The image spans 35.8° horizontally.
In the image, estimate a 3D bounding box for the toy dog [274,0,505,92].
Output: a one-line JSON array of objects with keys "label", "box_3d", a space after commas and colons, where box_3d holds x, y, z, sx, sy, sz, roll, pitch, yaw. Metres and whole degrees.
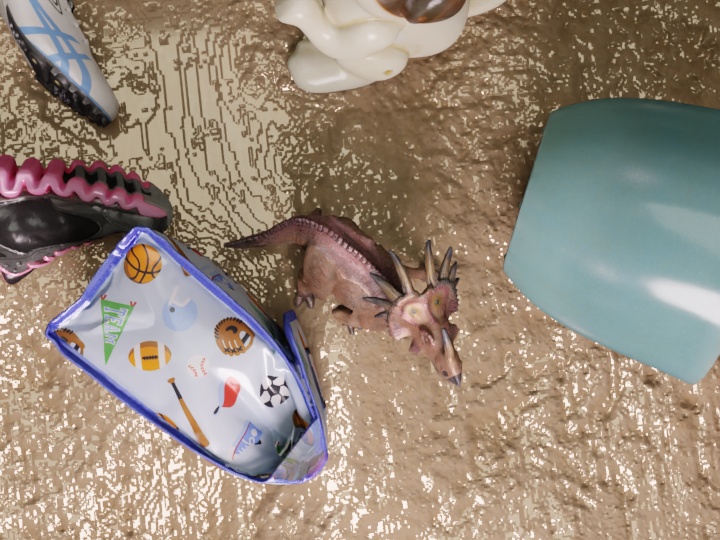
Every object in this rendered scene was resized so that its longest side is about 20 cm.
[{"label": "toy dog", "box_3d": [0.026, -0.211, 0.814, 0.192, 0.200, 0.141, 9, 85, -5]}]

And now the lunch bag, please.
[{"label": "lunch bag", "box_3d": [-0.101, 0.066, 0.797, 0.200, 0.170, 0.124, 41, 88, 0]}]

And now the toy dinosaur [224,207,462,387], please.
[{"label": "toy dinosaur", "box_3d": [0.000, 0.000, 0.828, 0.199, 0.136, 0.086, 29, 83, -2]}]

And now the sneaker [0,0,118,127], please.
[{"label": "sneaker", "box_3d": [-0.243, -0.201, 0.853, 0.072, 0.072, 0.201, -37, 93, -16]}]

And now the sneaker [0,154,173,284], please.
[{"label": "sneaker", "box_3d": [-0.243, -0.035, 0.848, 0.198, 0.079, 0.096, 6, 107, -5]}]

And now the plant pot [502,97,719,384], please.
[{"label": "plant pot", "box_3d": [0.198, -0.036, 0.826, 0.160, 0.201, 0.202, 17, 84, 7]}]
